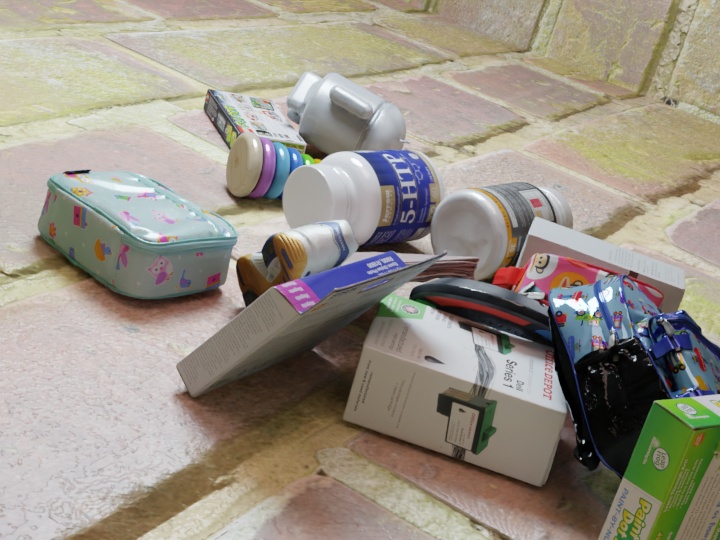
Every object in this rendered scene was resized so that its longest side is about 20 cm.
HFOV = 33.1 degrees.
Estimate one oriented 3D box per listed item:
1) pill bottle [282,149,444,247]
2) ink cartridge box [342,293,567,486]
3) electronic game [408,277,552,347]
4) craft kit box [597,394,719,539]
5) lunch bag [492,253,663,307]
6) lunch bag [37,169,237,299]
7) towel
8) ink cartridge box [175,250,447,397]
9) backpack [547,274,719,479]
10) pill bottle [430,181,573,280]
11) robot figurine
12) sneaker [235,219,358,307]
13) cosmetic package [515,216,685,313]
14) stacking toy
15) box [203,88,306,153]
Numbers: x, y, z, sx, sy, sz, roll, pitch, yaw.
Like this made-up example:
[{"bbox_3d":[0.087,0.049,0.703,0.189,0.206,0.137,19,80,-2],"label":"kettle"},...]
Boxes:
[{"bbox_3d":[0.003,-0.090,1.529,0.119,0.121,0.198,33,27,35],"label":"pill bottle"},{"bbox_3d":[0.096,0.110,1.161,0.197,0.085,0.146,17,22,3],"label":"ink cartridge box"},{"bbox_3d":[0.144,0.059,1.264,0.197,0.042,0.200,20,-14,5],"label":"electronic game"},{"bbox_3d":[0.268,0.190,0.939,0.196,0.202,0.048,-1,27,-40],"label":"craft kit box"},{"bbox_3d":[0.229,0.039,1.338,0.174,0.083,0.200,20,-10,6],"label":"lunch bag"},{"bbox_3d":[-0.237,-0.046,1.300,0.199,0.078,0.159,31,26,33],"label":"lunch bag"},{"bbox_3d":[0.000,0.000,1.337,0.189,0.033,0.199,-3,4,-41],"label":"towel"},{"bbox_3d":[-0.043,0.033,1.113,0.196,0.199,0.044,-18,73,-56],"label":"ink cartridge box"},{"bbox_3d":[0.257,0.093,1.106,0.182,0.134,0.202,37,31,-47],"label":"backpack"},{"bbox_3d":[0.189,-0.055,1.584,0.116,0.118,0.199,31,26,33],"label":"pill bottle"},{"bbox_3d":[-0.015,-0.219,1.822,0.198,0.114,0.170,29,-14,9],"label":"robot figurine"},{"bbox_3d":[-0.063,0.001,1.212,0.087,0.076,0.200,-20,-2,-25],"label":"sneaker"},{"bbox_3d":[0.282,0.025,1.471,0.197,0.114,0.081,18,21,7],"label":"cosmetic package"},{"bbox_3d":[-0.076,-0.125,1.621,0.198,0.086,0.085,9,22,-30],"label":"stacking toy"},{"bbox_3d":[-0.162,-0.219,1.836,0.109,0.035,0.200,7,24,-24],"label":"box"}]
